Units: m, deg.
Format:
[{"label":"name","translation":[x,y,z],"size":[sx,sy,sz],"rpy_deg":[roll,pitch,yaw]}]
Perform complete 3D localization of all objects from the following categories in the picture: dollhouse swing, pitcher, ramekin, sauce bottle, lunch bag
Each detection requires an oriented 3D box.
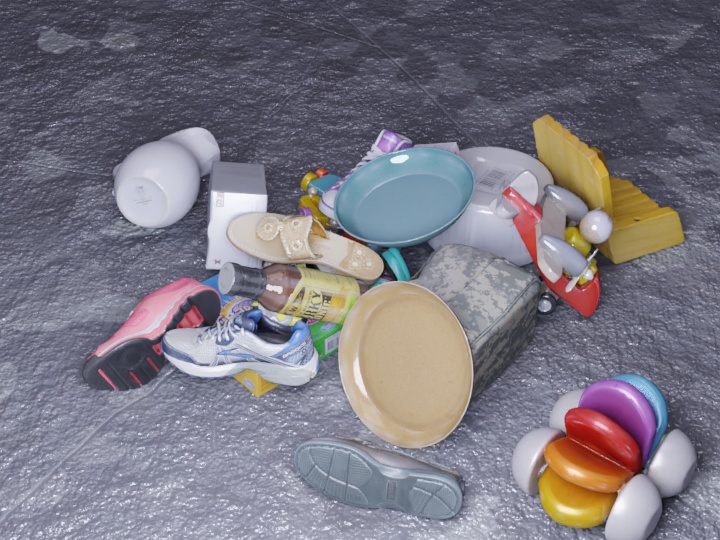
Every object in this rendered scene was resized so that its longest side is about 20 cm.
[{"label":"dollhouse swing","translation":[0.365,-0.144,1.839],"size":[0.181,0.176,0.200],"rpy_deg":[-17,39,-21]},{"label":"pitcher","translation":[-0.318,-0.138,1.891],"size":[0.171,0.122,0.200],"rpy_deg":[-12,23,17]},{"label":"ramekin","translation":[0.193,-0.099,1.842],"size":[0.200,0.098,0.201],"rpy_deg":[0,38,0]},{"label":"sauce bottle","translation":[-0.082,0.026,1.549],"size":[0.199,0.065,0.065],"rpy_deg":[10,29,-33]},{"label":"lunch bag","translation":[0.115,0.059,1.595],"size":[0.167,0.140,0.200],"rpy_deg":[29,47,24]}]

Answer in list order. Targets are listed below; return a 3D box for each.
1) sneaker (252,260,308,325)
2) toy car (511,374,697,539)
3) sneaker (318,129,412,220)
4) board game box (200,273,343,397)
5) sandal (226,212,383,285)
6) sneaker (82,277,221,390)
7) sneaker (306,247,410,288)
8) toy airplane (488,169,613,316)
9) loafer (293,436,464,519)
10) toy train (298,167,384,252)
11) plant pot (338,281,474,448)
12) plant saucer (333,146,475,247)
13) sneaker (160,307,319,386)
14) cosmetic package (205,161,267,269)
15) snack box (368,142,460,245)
[{"label":"sneaker","translation":[-0.096,0.014,1.654],"size":[0.076,0.076,0.201],"rpy_deg":[9,48,-1]},{"label":"toy car","translation":[0.279,0.194,1.412],"size":[0.175,0.150,0.200],"rpy_deg":[25,44,30]},{"label":"sneaker","translation":[0.011,-0.147,1.819],"size":[0.072,0.115,0.200],"rpy_deg":[29,34,17]},{"label":"board game box","translation":[-0.141,0.071,1.662],"size":[0.153,0.040,0.200],"rpy_deg":[-29,46,-33]},{"label":"sandal","translation":[-0.063,-0.045,1.617],"size":[0.211,0.070,0.078],"rpy_deg":[18,53,-10]},{"label":"sneaker","translation":[-0.275,0.080,1.612],"size":[0.200,0.074,0.087],"rpy_deg":[-36,38,-14]},{"label":"sneaker","translation":[0.000,0.000,1.720],"size":[0.121,0.084,0.200],"rpy_deg":[-30,51,-31]},{"label":"toy airplane","translation":[0.265,-0.052,1.670],"size":[0.141,0.199,0.201],"rpy_deg":[-22,65,21]},{"label":"loafer","translation":[0.023,0.234,1.439],"size":[0.199,0.072,0.063],"rpy_deg":[16,19,9]},{"label":"toy train","translation":[-0.024,-0.079,1.857],"size":[0.150,0.056,0.200],"rpy_deg":[11,31,-11]},{"label":"plant pot","translation":[0.058,0.112,1.497],"size":[0.200,0.201,0.027],"rpy_deg":[30,22,33]},{"label":"plant saucer","translation":[0.063,-0.093,1.714],"size":[0.199,0.036,0.200],"rpy_deg":[-11,41,9]},{"label":"sneaker","translation":[-0.149,0.082,1.543],"size":[0.199,0.085,0.077],"rpy_deg":[4,37,5]},{"label":"cosmetic package","translation":[-0.174,-0.079,1.748],"size":[0.081,0.113,0.200],"rpy_deg":[3,18,-8]},{"label":"snack box","translation":[0.076,-0.111,1.781],"size":[0.072,0.024,0.200],"rpy_deg":[1,44,32]}]
